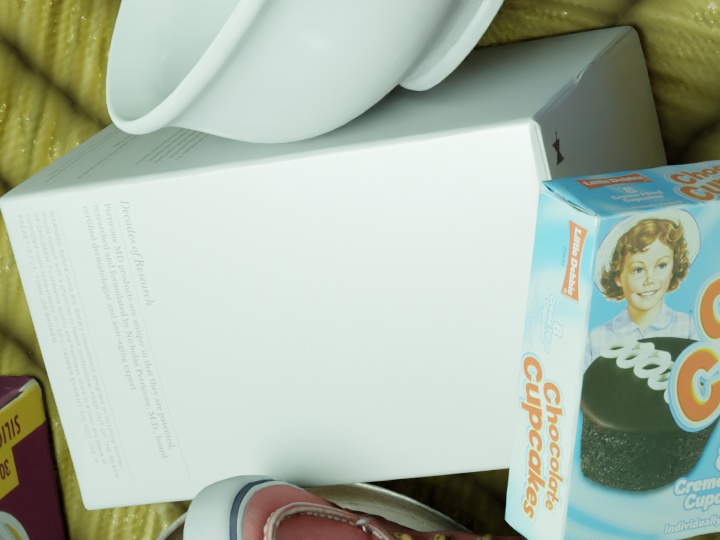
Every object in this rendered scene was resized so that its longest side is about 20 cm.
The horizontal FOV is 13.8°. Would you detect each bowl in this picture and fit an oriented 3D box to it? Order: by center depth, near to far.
[{"bbox_3d":[0.000,-0.119,0.973,0.090,0.201,0.201,25,119,-18],"label":"bowl"}]

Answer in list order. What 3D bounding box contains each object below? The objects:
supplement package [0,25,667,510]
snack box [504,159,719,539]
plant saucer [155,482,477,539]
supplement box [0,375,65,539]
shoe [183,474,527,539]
[{"bbox_3d":[0.000,0.000,1.034,0.200,0.121,0.120,-8,106,25],"label":"supplement package"},{"bbox_3d":[0.143,0.020,0.955,0.037,0.200,0.116,36,128,54],"label":"snack box"},{"bbox_3d":[-0.001,0.167,1.145,0.200,0.032,0.200,7,110,19],"label":"plant saucer"},{"bbox_3d":[-0.181,0.155,1.156,0.103,0.131,0.200,0,109,22],"label":"supplement box"},{"bbox_3d":[0.020,0.108,1.003,0.091,0.200,0.072,-12,68,21],"label":"shoe"}]
